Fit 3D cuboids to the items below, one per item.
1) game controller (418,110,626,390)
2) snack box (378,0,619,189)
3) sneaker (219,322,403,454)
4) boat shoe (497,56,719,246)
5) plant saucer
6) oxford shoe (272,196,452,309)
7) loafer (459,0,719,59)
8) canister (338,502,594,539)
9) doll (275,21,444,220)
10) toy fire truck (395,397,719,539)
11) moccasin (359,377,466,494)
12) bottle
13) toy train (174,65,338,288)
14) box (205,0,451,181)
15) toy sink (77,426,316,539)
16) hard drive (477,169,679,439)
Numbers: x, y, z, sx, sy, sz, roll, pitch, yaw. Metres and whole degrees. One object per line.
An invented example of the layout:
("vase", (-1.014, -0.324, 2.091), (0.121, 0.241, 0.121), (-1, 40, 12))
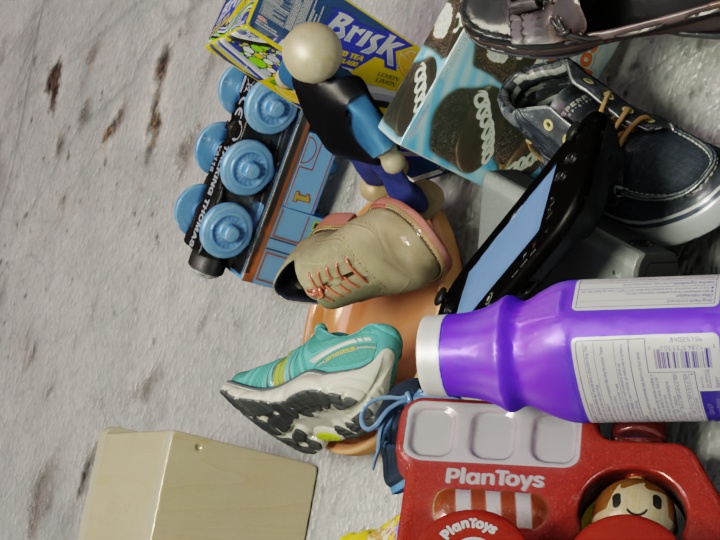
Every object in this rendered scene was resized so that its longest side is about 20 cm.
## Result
("game controller", (0.092, -0.007, 1.238), (0.200, 0.042, 0.104), (-54, 3, 42))
("snack box", (0.109, -0.153, 1.350), (0.201, 0.116, 0.037), (-61, 36, 8))
("sneaker", (-0.031, 0.082, 1.504), (0.200, 0.077, 0.080), (-13, 43, 56))
("boat shoe", (0.153, -0.075, 1.261), (0.071, 0.091, 0.200), (-47, 24, -12))
("plant saucer", (0.019, 0.040, 1.526), (0.200, 0.037, 0.201), (-38, 43, 47))
("oxford shoe", (0.000, 0.000, 1.444), (0.075, 0.071, 0.200), (-39, 9, -20))
("loafer", (0.151, -0.169, 1.247), (0.199, 0.063, 0.072), (-2, 86, 18))
("canister", (0.064, 0.206, 1.301), (0.200, 0.086, 0.149), (-40, 42, 45))
("doll", (-0.009, -0.103, 1.410), (0.048, 0.200, 0.136), (-45, 57, -6))
("toy fire truck", (0.113, 0.144, 1.153), (0.112, 0.199, 0.169), (77, -163, -53))
("moccasin", (0.033, 0.104, 1.343), (0.200, 0.080, 0.069), (131, 117, -78))
("bottle", (0.132, 0.045, 1.157), (0.199, 0.084, 0.065), (-3, 43, 19))
("toy train", (-0.073, -0.082, 1.680), (0.087, 0.114, 0.201), (35, 107, 58))
("box", (-0.007, -0.142, 1.491), (0.070, 0.199, 0.065), (-14, 49, 58))
("toy sink", (-0.143, 0.189, 1.647), (0.200, 0.130, 0.113), (-12, 65, 61))
("hard drive", (0.128, 0.028, 1.293), (0.200, 0.033, 0.140), (-144, 54, -62))
